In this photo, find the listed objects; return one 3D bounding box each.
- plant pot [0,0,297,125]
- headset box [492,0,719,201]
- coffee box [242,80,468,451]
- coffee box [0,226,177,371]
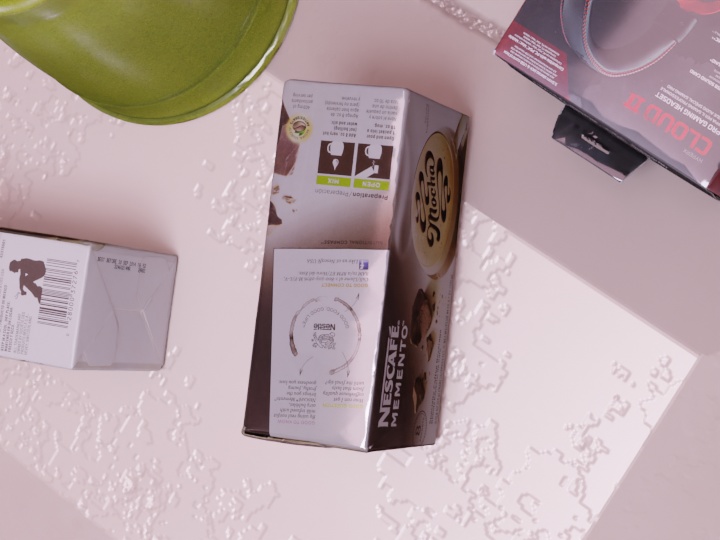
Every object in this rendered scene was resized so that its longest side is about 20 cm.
[{"bbox_3d":[-0.163,-0.202,1.023,0.199,0.193,0.202,-2,86,21],"label":"plant pot"},{"bbox_3d":[0.182,-0.146,0.943,0.148,0.075,0.201,36,100,19],"label":"headset box"},{"bbox_3d":[0.000,0.000,0.979,0.079,0.113,0.201,6,88,22],"label":"coffee box"},{"bbox_3d":[-0.234,0.012,1.081,0.199,0.113,0.080,8,90,23],"label":"coffee box"}]
